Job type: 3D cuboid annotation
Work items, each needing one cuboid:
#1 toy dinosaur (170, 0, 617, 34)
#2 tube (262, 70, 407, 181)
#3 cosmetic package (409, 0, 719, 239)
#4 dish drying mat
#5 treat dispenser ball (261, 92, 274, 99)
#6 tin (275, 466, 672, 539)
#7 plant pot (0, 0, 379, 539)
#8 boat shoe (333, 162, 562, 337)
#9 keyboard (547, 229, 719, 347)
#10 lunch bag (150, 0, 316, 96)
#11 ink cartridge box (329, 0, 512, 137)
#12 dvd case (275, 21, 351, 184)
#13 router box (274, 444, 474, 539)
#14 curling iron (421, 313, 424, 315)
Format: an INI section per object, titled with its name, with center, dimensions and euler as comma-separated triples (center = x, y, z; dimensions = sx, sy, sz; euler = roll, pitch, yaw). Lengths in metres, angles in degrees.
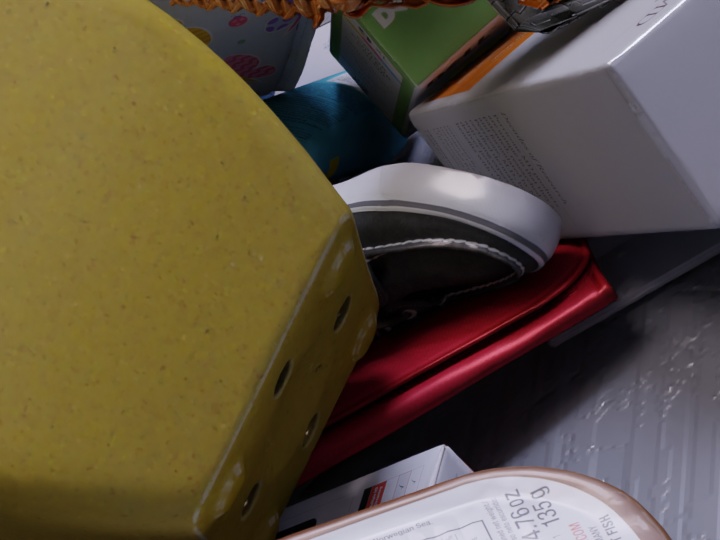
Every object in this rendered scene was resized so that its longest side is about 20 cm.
[toy dinosaur]
center = 0.027, -0.142, 0.720
dimensions = 0.199, 0.137, 0.102
euler = -20, -3, -14
[tube]
center = -0.029, -0.060, 0.929
dimensions = 0.077, 0.051, 0.200
euler = 2, 10, 19
[cosmetic package]
center = 0.104, -0.069, 0.763
dimensions = 0.101, 0.071, 0.200
euler = -40, 11, -15
[dish drying mat]
center = 0.005, 0.044, 0.789
dimensions = 0.199, 0.018, 0.077
euler = -31, 16, 6
[treat dispenser ball]
center = -0.142, -0.114, 1.066
dimensions = 0.200, 0.201, 0.201
euler = -34, 26, 19
[tin]
center = 0.005, 0.122, 0.612
dimensions = 0.199, 0.042, 0.112
euler = -19, 36, -8
[plant pot]
center = -0.106, 0.010, 0.711
dimensions = 0.195, 0.199, 0.196
euler = -63, -12, -14
[boat shoe]
center = 0.000, 0.000, 0.811
dimensions = 0.199, 0.068, 0.057
euler = -4, 63, 50
[keyboard]
center = 0.152, -0.034, 0.776
dimensions = 0.199, 0.011, 0.056
euler = -32, 32, 24
[lunch bag]
center = -0.108, -0.140, 0.878
dimensions = 0.200, 0.168, 0.128
euler = 111, 151, -62
[ink cartridge box]
center = 0.043, -0.123, 0.864
dimensions = 0.104, 0.059, 0.200
euler = -41, -3, -4
[dvd case]
center = -0.043, -0.069, 1.109
dimensions = 0.142, 0.018, 0.201
euler = -19, 34, 40
[router box]
center = -0.043, 0.171, 0.696
dimensions = 0.179, 0.049, 0.201
euler = -25, 30, 34
[curling iron]
center = 0.044, -0.052, 0.941
dimensions = 0.049, 0.026, 0.201
euler = -21, 33, 35
